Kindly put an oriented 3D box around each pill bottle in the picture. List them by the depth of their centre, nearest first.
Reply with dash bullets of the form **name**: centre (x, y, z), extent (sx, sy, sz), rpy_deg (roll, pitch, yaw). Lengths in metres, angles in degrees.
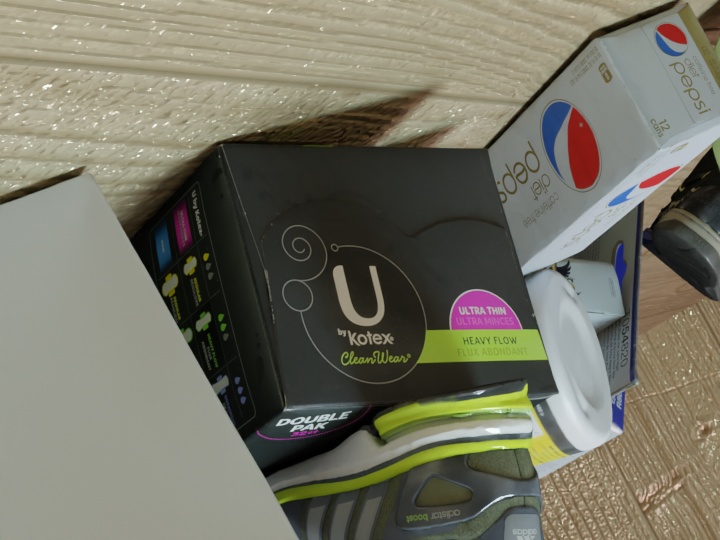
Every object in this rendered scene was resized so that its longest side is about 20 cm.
- **pill bottle**: centre (0.043, 0.079, 1.102), extent (0.199, 0.112, 0.111), rpy_deg (-18, 174, 20)

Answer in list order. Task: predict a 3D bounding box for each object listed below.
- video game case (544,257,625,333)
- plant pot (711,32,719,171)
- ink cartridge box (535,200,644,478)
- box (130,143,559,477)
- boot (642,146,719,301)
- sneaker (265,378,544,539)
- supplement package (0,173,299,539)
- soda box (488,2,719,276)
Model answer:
- **video game case**: centre (0.045, 0.044, 1.220), extent (0.180, 0.046, 0.200), rpy_deg (5, 152, -33)
- **plant pot**: centre (0.319, -0.110, 1.007), extent (0.200, 0.201, 0.190), rpy_deg (-35, 179, 37)
- **ink cartridge box**: centre (0.150, 0.040, 1.285), extent (0.040, 0.200, 0.200), rpy_deg (24, 144, -22)
- **box**: centre (-0.034, 0.040, 0.838), extent (0.148, 0.125, 0.200), rpy_deg (-1, 156, -34)
- **boot**: centre (0.261, -0.061, 1.235), extent (0.151, 0.073, 0.200), rpy_deg (-52, 169, 1)
- **sneaker**: centre (0.005, 0.116, 0.765), extent (0.074, 0.081, 0.200), rpy_deg (1, 155, -35)
- **supplement package**: centre (-0.142, 0.106, 0.714), extent (0.147, 0.192, 0.200), rpy_deg (-23, 163, -27)
- **soda box**: centre (0.124, -0.063, 0.983), extent (0.063, 0.068, 0.200), rpy_deg (-23, 169, -25)
